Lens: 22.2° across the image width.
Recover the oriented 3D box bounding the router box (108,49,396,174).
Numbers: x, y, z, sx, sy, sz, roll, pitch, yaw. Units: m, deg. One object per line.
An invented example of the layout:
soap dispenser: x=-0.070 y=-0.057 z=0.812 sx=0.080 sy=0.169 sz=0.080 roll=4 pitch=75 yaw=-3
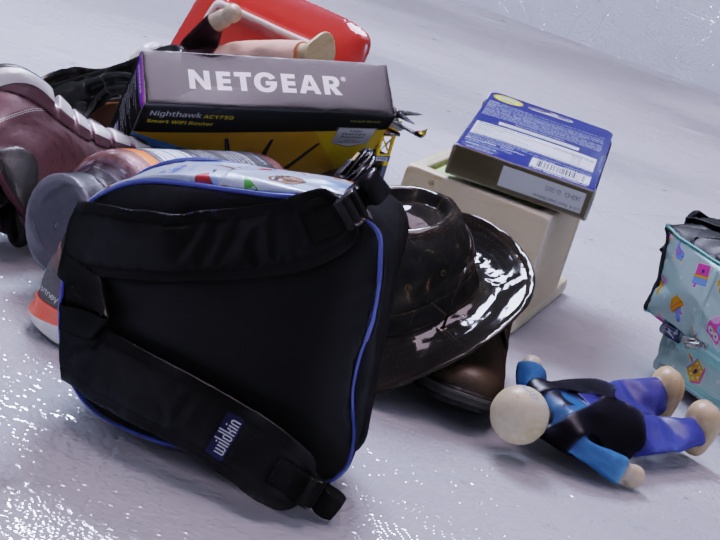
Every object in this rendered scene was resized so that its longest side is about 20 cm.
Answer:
router box: x=-0.091 y=-0.109 z=1.432 sx=0.199 sy=0.149 sz=0.051 roll=0 pitch=65 yaw=-20

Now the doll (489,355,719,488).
doll: x=0.160 y=0.099 z=1.269 sx=0.199 sy=0.049 sz=0.136 roll=1 pitch=35 yaw=-45

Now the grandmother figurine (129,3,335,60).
grandmother figurine: x=-0.116 y=-0.162 z=1.544 sx=0.199 sy=0.122 sz=0.060 roll=9 pitch=0 yaw=33

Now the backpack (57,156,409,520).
backpack: x=-0.076 y=0.018 z=1.067 sx=0.189 sy=0.201 sz=0.154 roll=12 pitch=10 yaw=6

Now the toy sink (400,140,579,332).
toy sink: x=0.113 y=-0.038 z=1.572 sx=0.130 sy=0.113 sz=0.200 roll=22 pitch=16 yaw=16

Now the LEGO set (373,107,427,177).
LEGO set: x=-0.045 y=-0.156 z=1.791 sx=0.199 sy=0.117 sz=0.154 roll=3 pitch=21 yaw=-42

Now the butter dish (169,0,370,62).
butter dish: x=-0.082 y=-0.136 z=1.636 sx=0.199 sy=0.201 sz=0.148 roll=28 pitch=-4 yaw=32

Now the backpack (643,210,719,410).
backpack: x=0.335 y=0.045 z=1.447 sx=0.175 sy=0.154 sz=0.200 roll=7 pitch=9 yaw=-24

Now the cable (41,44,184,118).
cable: x=-0.207 y=-0.140 z=1.483 sx=0.199 sy=0.050 sz=0.097 roll=-16 pitch=33 yaw=27

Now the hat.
hat: x=0.020 y=-0.007 z=1.277 sx=0.199 sy=0.081 sz=0.201 roll=-7 pitch=39 yaw=6

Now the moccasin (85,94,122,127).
moccasin: x=-0.217 y=-0.119 z=1.569 sx=0.073 sy=0.078 sz=0.201 roll=-17 pitch=15 yaw=-41

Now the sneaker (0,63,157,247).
sneaker: x=-0.216 y=-0.055 z=1.339 sx=0.200 sy=0.116 sz=0.075 roll=31 pitch=-37 yaw=-33

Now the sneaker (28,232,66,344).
sneaker: x=-0.110 y=0.024 z=1.179 sx=0.199 sy=0.082 sz=0.077 roll=15 pitch=16 yaw=-8

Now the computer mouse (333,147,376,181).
computer mouse: x=-0.053 y=-0.024 z=1.291 sx=0.034 sy=0.059 sz=0.200 roll=40 pitch=56 yaw=-2

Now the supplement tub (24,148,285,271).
supplement tub: x=-0.140 y=-0.033 z=1.302 sx=0.107 sy=0.108 sz=0.199 roll=29 pitch=20 yaw=36

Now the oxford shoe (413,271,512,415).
oxford shoe: x=0.076 y=0.042 z=1.315 sx=0.072 sy=0.085 sz=0.200 roll=20 pitch=18 yaw=-6

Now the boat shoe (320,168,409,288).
boat shoe: x=0.000 y=0.000 z=1.395 sx=0.072 sy=0.065 sz=0.200 roll=-12 pitch=37 yaw=-4

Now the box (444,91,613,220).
box: x=0.148 y=-0.100 z=1.552 sx=0.120 sy=0.033 sz=0.200 roll=19 pitch=22 yaw=6
